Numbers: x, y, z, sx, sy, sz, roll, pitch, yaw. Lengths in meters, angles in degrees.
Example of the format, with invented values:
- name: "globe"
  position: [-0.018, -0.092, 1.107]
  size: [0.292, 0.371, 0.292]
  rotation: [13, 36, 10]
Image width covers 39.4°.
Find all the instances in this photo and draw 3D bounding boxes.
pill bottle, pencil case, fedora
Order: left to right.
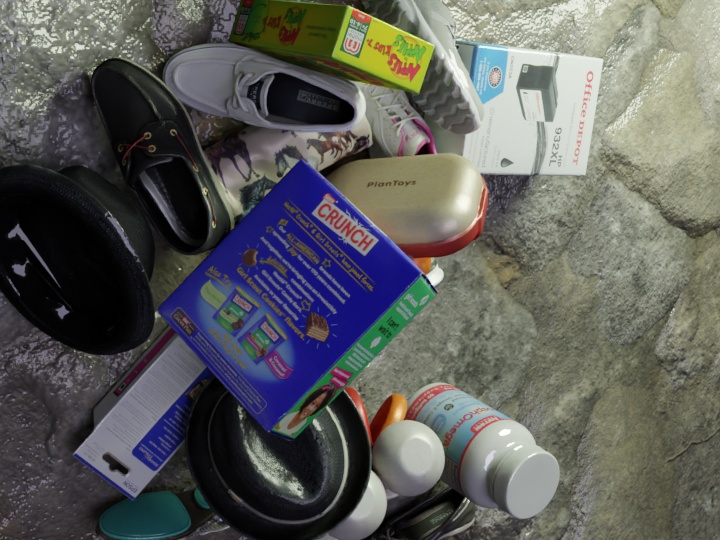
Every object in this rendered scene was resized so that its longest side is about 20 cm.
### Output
- name: "fedora"
  position: [-0.254, -0.022, 0.923]
  size: [0.092, 0.200, 0.201]
  rotation: [-56, 135, -50]
- name: "fedora"
  position: [-0.082, 0.174, 1.005]
  size: [0.200, 0.092, 0.201]
  rotation: [1, 76, -5]
- name: "pencil case"
  position: [-0.078, -0.119, 1.035]
  size: [0.200, 0.078, 0.090]
  rotation: [-33, 126, -21]
- name: "pill bottle"
  position: [0.141, 0.217, 1.213]
  size: [0.109, 0.200, 0.109]
  rotation: [-11, 111, -32]

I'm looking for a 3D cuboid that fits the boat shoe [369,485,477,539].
- name: "boat shoe"
  position: [0.069, 0.328, 1.280]
  size: [0.200, 0.067, 0.057]
  rotation: [-24, 127, -33]

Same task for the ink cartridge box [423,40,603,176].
- name: "ink cartridge box"
  position: [0.179, -0.188, 1.184]
  size: [0.200, 0.084, 0.145]
  rotation: [-2, 106, -34]

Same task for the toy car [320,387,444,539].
- name: "toy car"
  position: [-0.012, 0.216, 1.153]
  size: [0.200, 0.175, 0.150]
  rotation: [-33, 86, -21]

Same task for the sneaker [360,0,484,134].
- name: "sneaker"
  position: [0.084, -0.242, 1.074]
  size: [0.082, 0.075, 0.200]
  rotation: [-31, 94, -32]

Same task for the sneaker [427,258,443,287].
- name: "sneaker"
  position: [0.000, 0.000, 1.140]
  size: [0.200, 0.076, 0.116]
  rotation: [-32, 112, -31]

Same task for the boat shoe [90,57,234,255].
- name: "boat shoe"
  position: [-0.188, -0.107, 0.934]
  size: [0.074, 0.063, 0.202]
  rotation: [-28, 97, 18]

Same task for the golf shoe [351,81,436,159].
- name: "golf shoe"
  position: [0.034, -0.172, 1.088]
  size: [0.075, 0.091, 0.200]
  rotation: [-41, 122, -16]

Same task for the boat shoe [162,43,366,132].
- name: "boat shoe"
  position: [-0.093, -0.174, 0.961]
  size: [0.200, 0.065, 0.074]
  rotation: [7, 105, 0]

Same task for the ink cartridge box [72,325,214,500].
- name: "ink cartridge box"
  position: [-0.206, 0.135, 1.055]
  size: [0.200, 0.037, 0.095]
  rotation: [-50, 126, -14]

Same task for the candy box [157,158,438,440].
- name: "candy box"
  position: [-0.058, 0.027, 0.942]
  size: [0.200, 0.169, 0.077]
  rotation: [-46, 159, 1]

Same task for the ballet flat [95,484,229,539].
- name: "ballet flat"
  position: [-0.188, 0.270, 1.093]
  size: [0.200, 0.072, 0.072]
  rotation: [-14, 112, -29]

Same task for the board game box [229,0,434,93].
- name: "board game box"
  position: [-0.033, -0.217, 0.959]
  size: [0.101, 0.200, 0.048]
  rotation: [15, 96, -36]

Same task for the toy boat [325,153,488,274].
- name: "toy boat"
  position: [0.038, -0.040, 1.056]
  size: [0.131, 0.200, 0.131]
  rotation: [-71, 151, -46]
